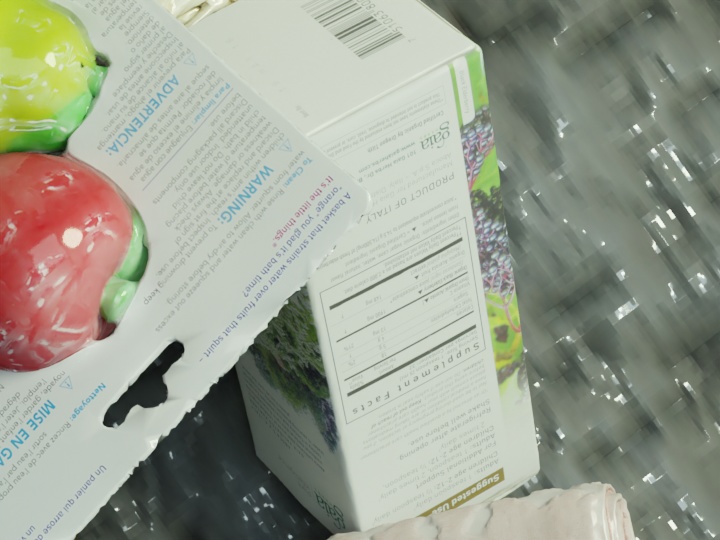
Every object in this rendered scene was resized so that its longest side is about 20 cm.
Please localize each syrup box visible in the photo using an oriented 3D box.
[{"bbox_3d":[0.000,0.000,0.944,0.081,0.200,0.079,-29,44,-18],"label":"syrup box"}]

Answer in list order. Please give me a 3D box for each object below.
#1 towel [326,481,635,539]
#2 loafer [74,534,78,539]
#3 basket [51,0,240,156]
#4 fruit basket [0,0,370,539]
[{"bbox_3d":[0.014,0.183,0.939,0.200,0.032,0.191,-13,84,22],"label":"towel"},{"bbox_3d":[-0.119,0.062,0.949,0.071,0.073,0.200,-20,106,-25],"label":"loafer"},{"bbox_3d":[-0.063,-0.152,0.985,0.136,0.123,0.200,47,66,-2],"label":"basket"},{"bbox_3d":[-0.125,-0.017,0.849,0.200,0.094,0.185,42,91,11],"label":"fruit basket"}]
